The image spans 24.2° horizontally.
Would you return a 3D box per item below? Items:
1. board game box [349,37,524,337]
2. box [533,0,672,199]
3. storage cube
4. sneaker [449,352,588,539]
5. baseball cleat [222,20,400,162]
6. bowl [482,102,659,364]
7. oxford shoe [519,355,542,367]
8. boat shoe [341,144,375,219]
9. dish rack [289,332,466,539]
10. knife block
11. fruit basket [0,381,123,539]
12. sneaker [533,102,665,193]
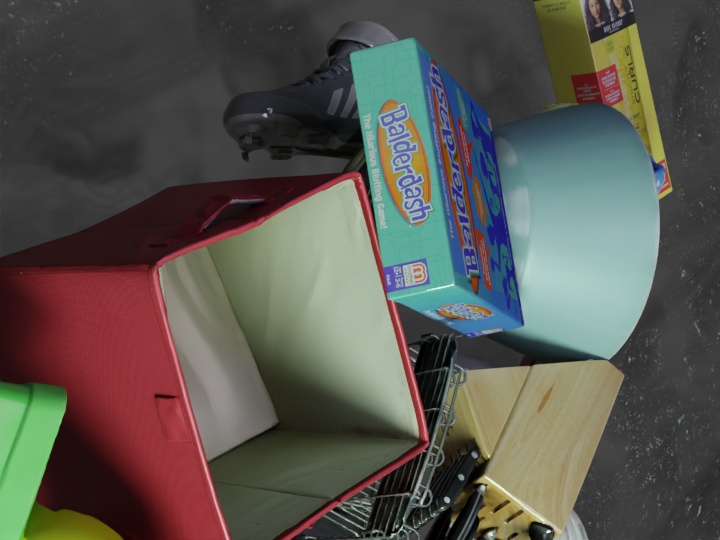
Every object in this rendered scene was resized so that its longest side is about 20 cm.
[{"bbox_3d":[0.053,-0.046,1.064,0.200,0.045,0.153,24,56,-71],"label":"board game box"},{"bbox_3d":[0.201,-0.148,1.392,0.075,0.050,0.201,-27,108,-44],"label":"box"},{"bbox_3d":[-0.095,0.054,0.992,0.171,0.179,0.201,-27,109,-43],"label":"storage cube"},{"bbox_3d":[0.097,0.148,1.215,0.099,0.075,0.201,-1,58,-50],"label":"sneaker"},{"bbox_3d":[-0.026,-0.124,1.156,0.200,0.069,0.107,7,78,-55],"label":"baseball cleat"},{"bbox_3d":[0.119,-0.027,1.227,0.104,0.201,0.202,3,87,-26],"label":"bowl"},{"bbox_3d":[0.172,0.043,1.300,0.070,0.074,0.201,5,103,-17],"label":"oxford shoe"},{"bbox_3d":[0.000,0.000,1.138,0.072,0.065,0.201,35,81,-55],"label":"boat shoe"},{"bbox_3d":[0.019,0.119,1.104,0.054,0.200,0.154,22,72,-18],"label":"dish rack"},{"bbox_3d":[0.113,0.156,1.143,0.199,0.064,0.176,-2,64,-35],"label":"knife block"},{"bbox_3d":[-0.199,0.162,0.896,0.214,0.155,0.217,5,80,-31],"label":"fruit basket"},{"bbox_3d":[0.195,-0.037,1.344,0.076,0.105,0.201,-28,108,-42],"label":"sneaker"}]
